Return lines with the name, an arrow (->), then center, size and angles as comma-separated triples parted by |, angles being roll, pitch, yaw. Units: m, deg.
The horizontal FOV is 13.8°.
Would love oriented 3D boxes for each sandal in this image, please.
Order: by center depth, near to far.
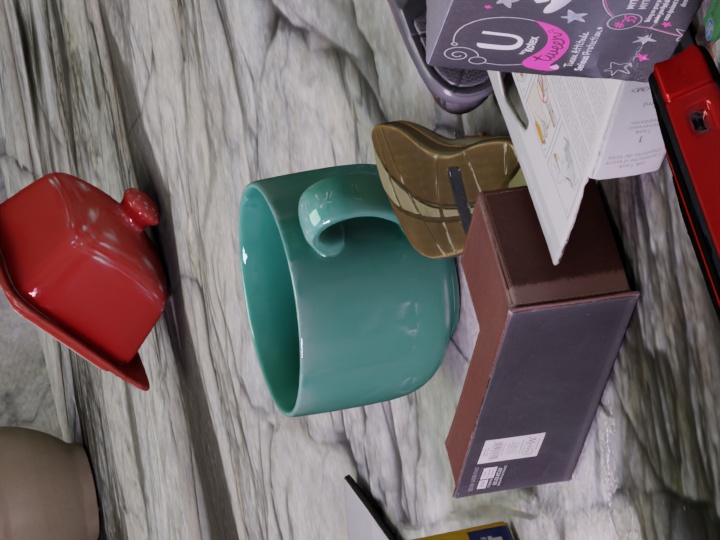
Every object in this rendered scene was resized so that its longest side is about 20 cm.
sandal -> 0.069, -0.050, 1.687 | 0.200, 0.054, 0.081 | 5, 110, 61

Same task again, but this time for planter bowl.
planter bowl -> -0.389, 0.278, 3.566 | 0.200, 0.134, 0.202 | 171, 90, -77

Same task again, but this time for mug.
mug -> 0.000, 0.010, 1.859 | 0.185, 0.114, 0.153 | -167, 69, -74

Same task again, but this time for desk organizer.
desk organizer -> 0.089, 0.039, 1.611 | 0.200, 0.071, 0.077 | 102, 156, -57

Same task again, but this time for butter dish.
butter dish -> -0.252, -0.018, 2.828 | 0.199, 0.148, 0.200 | 36, -163, -35

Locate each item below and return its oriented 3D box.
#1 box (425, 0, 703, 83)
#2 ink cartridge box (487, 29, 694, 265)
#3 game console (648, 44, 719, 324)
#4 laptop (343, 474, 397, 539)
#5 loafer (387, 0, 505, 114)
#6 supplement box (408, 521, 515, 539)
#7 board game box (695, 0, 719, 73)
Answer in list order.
box -> 0.096, -0.185, 1.284 | 0.200, 0.114, 0.133 | 114, 158, -65
ink cartridge box -> 0.104, -0.131, 1.491 | 0.174, 0.043, 0.201 | 102, 154, -58
game console -> 0.171, 0.018, 1.281 | 0.177, 0.031, 0.201 | 63, -170, -63
laptop -> -0.026, 0.283, 2.148 | 0.187, 0.115, 0.201 | -133, 35, -65
loafer -> 0.031, -0.184, 1.703 | 0.063, 0.071, 0.201 | 116, 140, -74
supplement box -> 0.008, 0.243, 1.804 | 0.109, 0.199, 0.110 | 95, 160, -46
board game box -> 0.190, -0.094, 1.200 | 0.200, 0.029, 0.135 | 107, 150, -61
